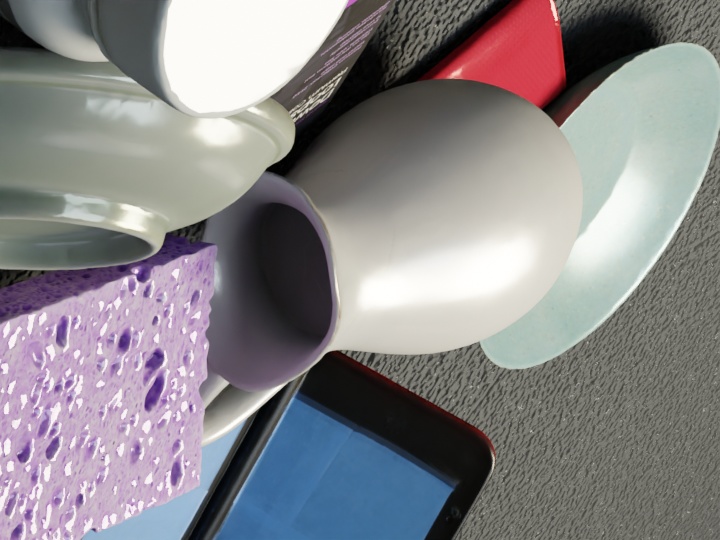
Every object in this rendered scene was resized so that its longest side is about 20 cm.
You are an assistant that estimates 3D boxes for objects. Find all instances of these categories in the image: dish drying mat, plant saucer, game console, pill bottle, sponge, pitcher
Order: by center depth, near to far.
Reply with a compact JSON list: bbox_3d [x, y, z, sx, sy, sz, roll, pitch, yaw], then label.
[{"bbox_3d":[-0.099,-0.140,0.981,0.114,0.200,0.114,-37,148,-28],"label":"pill bottle"},{"bbox_3d":[-0.123,-0.033,1.076,0.200,0.199,0.051,21,67,-61],"label":"plant saucer"},{"bbox_3d":[-0.125,0.058,1.198,0.200,0.030,0.112,-23,123,-58],"label":"sponge"},{"bbox_3d":[0.000,0.000,1.360,0.200,0.121,0.172,-24,158,-47],"label":"pitcher"},{"bbox_3d":[-0.058,0.135,1.439,0.172,0.118,0.201,8,114,-59],"label":"game console"},{"bbox_3d":[0.025,-0.060,1.459,0.200,0.018,0.077,-40,146,-23],"label":"dish drying mat"},{"bbox_3d":[0.116,-0.042,1.597,0.201,0.039,0.202,-38,149,-28],"label":"plant saucer"}]

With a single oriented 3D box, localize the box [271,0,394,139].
[{"bbox_3d":[-0.049,-0.078,1.225,0.143,0.036,0.200,-37,173,-28],"label":"box"}]
